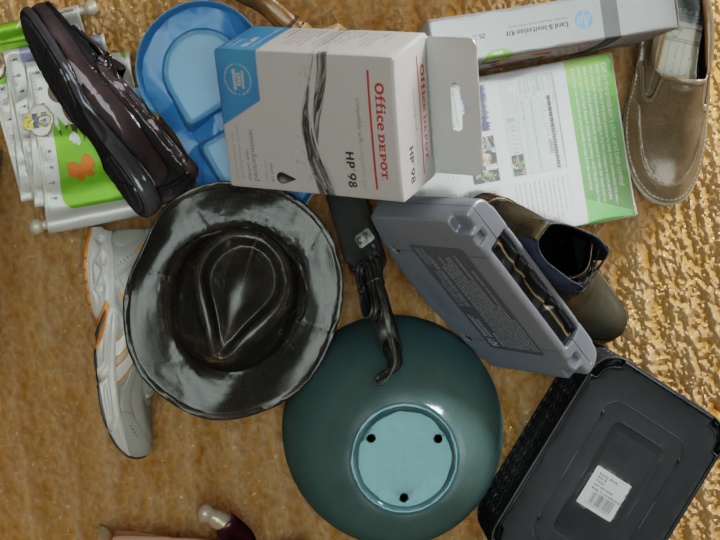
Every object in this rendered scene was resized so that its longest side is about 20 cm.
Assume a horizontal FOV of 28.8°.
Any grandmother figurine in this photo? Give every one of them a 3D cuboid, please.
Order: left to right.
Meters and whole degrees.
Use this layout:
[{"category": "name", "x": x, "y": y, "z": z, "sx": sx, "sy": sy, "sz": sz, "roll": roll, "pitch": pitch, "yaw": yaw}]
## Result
[{"category": "grandmother figurine", "x": -0.132, "y": 0.257, "z": 1.229, "sx": 0.197, "sy": 0.061, "sz": 0.123, "roll": 5, "pitch": 121, "yaw": -6}]

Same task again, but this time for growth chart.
[{"category": "growth chart", "x": -0.247, "y": -0.131, "z": 1.200, "sx": 0.143, "sy": 0.018, "sz": 0.203, "roll": -20, "pitch": 87, "yaw": -3}]

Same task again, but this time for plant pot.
[{"category": "plant pot", "x": 0.031, "y": 0.146, "z": 1.188, "sx": 0.197, "sy": 0.135, "sz": 0.203, "roll": 0, "pitch": 95, "yaw": -3}]

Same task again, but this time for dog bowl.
[{"category": "dog bowl", "x": -0.112, "y": -0.131, "z": 1.202, "sx": 0.111, "sy": 0.050, "sz": 0.202, "roll": -30, "pitch": 95, "yaw": -1}]

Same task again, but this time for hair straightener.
[{"category": "hair straightener", "x": 0.000, "y": 0.000, "z": 1.155, "sx": 0.040, "sy": 0.077, "sz": 0.202, "roll": -13, "pitch": 60, "yaw": 6}]

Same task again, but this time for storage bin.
[{"category": "storage bin", "x": 0.206, "y": 0.181, "z": 1.222, "sx": 0.134, "sy": 0.094, "sz": 0.201, "roll": 31, "pitch": 91, "yaw": -5}]

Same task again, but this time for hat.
[{"category": "hat", "x": -0.100, "y": 0.027, "z": 1.144, "sx": 0.197, "sy": 0.081, "sz": 0.204, "roll": 0, "pitch": 93, "yaw": -10}]

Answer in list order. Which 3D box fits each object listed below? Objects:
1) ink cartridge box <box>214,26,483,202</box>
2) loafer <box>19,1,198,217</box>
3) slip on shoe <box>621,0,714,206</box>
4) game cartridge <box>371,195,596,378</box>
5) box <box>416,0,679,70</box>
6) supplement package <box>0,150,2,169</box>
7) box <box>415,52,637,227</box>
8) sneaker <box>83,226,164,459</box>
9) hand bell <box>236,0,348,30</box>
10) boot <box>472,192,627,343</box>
[{"category": "ink cartridge box", "x": -0.009, "y": -0.123, "z": 1.091, "sx": 0.197, "sy": 0.067, "sz": 0.117, "roll": 7, "pitch": 116, "yaw": 27}, {"category": "loafer", "x": -0.209, "y": -0.140, "z": 1.165, "sx": 0.063, "sy": 0.072, "sz": 0.201, "roll": -32, "pitch": 86, "yaw": -21}, {"category": "slip on shoe", "x": 0.273, "y": -0.157, "z": 1.215, "sx": 0.075, "sy": 0.061, "sz": 0.203, "roll": 8, "pitch": 94, "yaw": -4}, {"category": "game cartridge", "x": 0.098, "y": 0.011, "z": 1.164, "sx": 0.200, "sy": 0.132, "sz": 0.041, "roll": 50, "pitch": 60, "yaw": -32}, {"category": "box", "x": 0.146, "y": -0.196, "z": 1.158, "sx": 0.197, "sy": 0.156, "sz": 0.042, "roll": -9, "pitch": 94, "yaw": -3}, {"category": "supplement package", "x": -0.390, "y": -0.008, "z": 1.164, "sx": 0.153, "sy": 0.111, "sz": 0.203, "roll": 5, "pitch": 93, "yaw": -4}, {"category": "box", "x": 0.133, "y": -0.101, "z": 1.225, "sx": 0.197, "sy": 0.036, "sz": 0.147, "roll": -10, "pitch": 95, "yaw": -1}, {"category": "sneaker", "x": -0.183, "y": 0.060, "z": 1.202, "sx": 0.091, "sy": 0.076, "sz": 0.203, "roll": -6, "pitch": 96, "yaw": -7}, {"category": "hand bell", "x": -0.061, "y": -0.204, "z": 1.157, "sx": 0.199, "sy": 0.104, "sz": 0.105, "roll": 39, "pitch": 91, "yaw": -11}, {"category": "boot", "x": 0.176, "y": 0.011, "z": 1.179, "sx": 0.199, "sy": 0.097, "sz": 0.075, "roll": 35, "pitch": 83, "yaw": -28}]
